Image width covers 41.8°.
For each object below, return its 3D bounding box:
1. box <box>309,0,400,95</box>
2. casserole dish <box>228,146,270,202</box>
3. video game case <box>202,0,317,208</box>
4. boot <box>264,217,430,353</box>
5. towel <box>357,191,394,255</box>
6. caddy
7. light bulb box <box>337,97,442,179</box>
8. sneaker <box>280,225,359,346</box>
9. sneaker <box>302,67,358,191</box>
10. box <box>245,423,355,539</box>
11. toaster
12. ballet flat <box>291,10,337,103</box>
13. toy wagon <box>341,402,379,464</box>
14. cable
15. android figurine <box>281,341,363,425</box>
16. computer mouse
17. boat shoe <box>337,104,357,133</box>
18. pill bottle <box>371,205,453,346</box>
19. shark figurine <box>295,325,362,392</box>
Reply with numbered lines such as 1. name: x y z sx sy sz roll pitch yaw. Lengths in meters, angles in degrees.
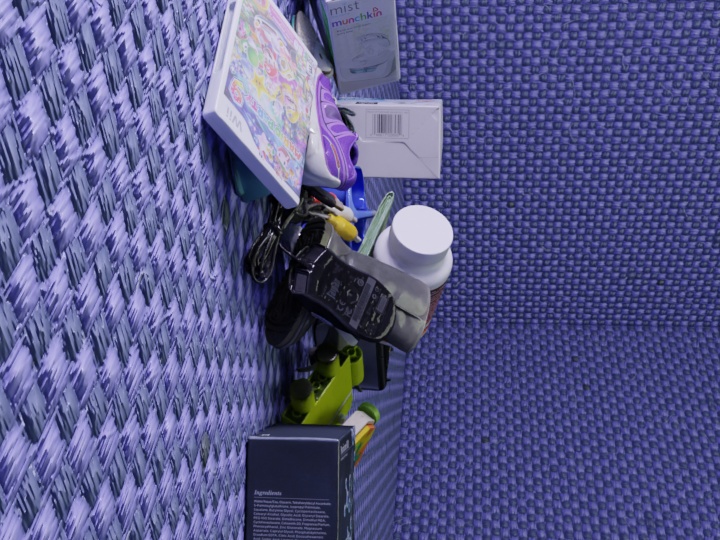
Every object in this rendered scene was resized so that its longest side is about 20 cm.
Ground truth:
1. box: -0.016 -0.379 1.280 0.177 0.095 0.202 80 -5 -60
2. casserole dish: -0.103 -0.166 1.011 0.122 0.038 0.202 81 12 -53
3. video game case: -0.093 -0.182 0.937 0.143 0.018 0.202 48 37 -45
4. boot: -0.010 0.051 1.164 0.200 0.072 0.184 39 66 -37
5. towel: 0.000 0.000 1.381 0.201 0.023 0.154 105 8 -54
6. caddy: -0.026 -0.084 1.405 0.200 0.103 0.144 -39 128 -82
7. light bulb box: 0.048 -0.237 1.667 0.200 0.195 0.127 -69 161 -75
8. sneaker: -0.032 0.006 1.224 0.201 0.080 0.077 54 5 -37
9. sneaker: -0.042 -0.153 1.076 0.081 0.082 0.202 -55 -152 35
10. box: -0.066 0.284 1.082 0.148 0.105 0.203 22 68 -83
11. toaster: -0.004 0.087 1.576 0.182 0.117 0.202 -81 170 -48
12. ballet flat: -0.061 -0.247 1.275 0.067 0.061 0.203 -7 97 -84
13. toy wagon: -0.041 0.270 1.273 0.155 0.039 0.201 -40 159 -43
14. cable: -0.062 -0.089 1.214 0.098 0.050 0.200 58 11 20
15. android figurine: -0.053 0.186 1.259 0.183 0.041 0.201 -53 155 -32
16. computer mouse: -0.037 -0.011 1.075 0.046 0.199 0.142 -19 -133 55
17. boat shoe: -0.043 -0.213 1.403 0.199 0.073 0.069 -51 156 -66
18. pill bottle: 0.065 0.007 1.322 0.201 0.111 0.114 108 -9 -50
19. shark figurine: -0.056 0.103 1.327 0.129 0.088 0.216 54 -27 35
